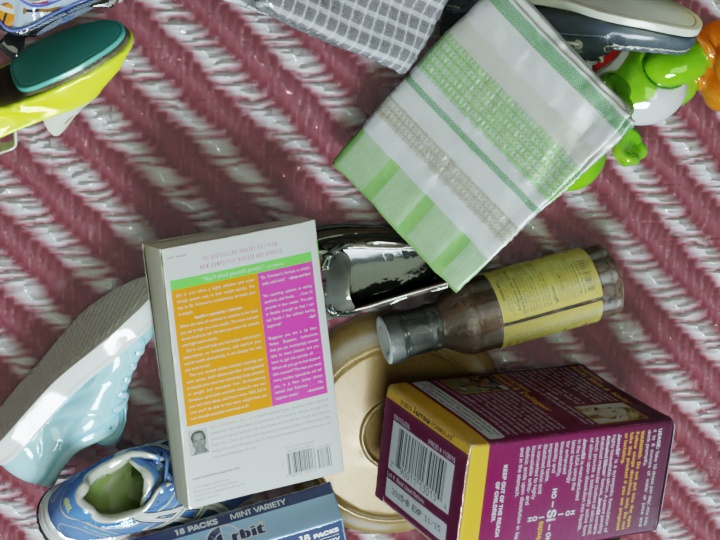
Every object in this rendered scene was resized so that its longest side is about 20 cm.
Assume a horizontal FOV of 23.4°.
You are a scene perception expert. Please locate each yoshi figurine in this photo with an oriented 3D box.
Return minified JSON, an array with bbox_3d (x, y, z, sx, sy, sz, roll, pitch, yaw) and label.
[{"bbox_3d":[0.206,-0.119,1.364,0.199,0.112,0.113,-18,117,-3],"label":"yoshi figurine"}]

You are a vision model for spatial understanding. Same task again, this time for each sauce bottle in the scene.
[{"bbox_3d":[0.111,0.030,1.404,0.199,0.065,0.065,-13,109,-13],"label":"sauce bottle"}]

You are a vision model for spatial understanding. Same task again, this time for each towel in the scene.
[{"bbox_3d":[-0.003,-0.242,1.252,0.199,0.085,0.166,14,108,-48],"label":"towel"},{"bbox_3d":[0.092,-0.101,1.320,0.149,0.031,0.200,47,113,5],"label":"towel"}]

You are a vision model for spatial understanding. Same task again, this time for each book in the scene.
[{"bbox_3d":[-0.086,0.069,1.325,0.133,0.048,0.201,-10,101,-24],"label":"book"}]

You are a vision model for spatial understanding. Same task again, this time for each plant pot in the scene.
[{"bbox_3d":[0.029,0.132,1.445,0.199,0.027,0.201,-3,108,-11],"label":"plant pot"}]

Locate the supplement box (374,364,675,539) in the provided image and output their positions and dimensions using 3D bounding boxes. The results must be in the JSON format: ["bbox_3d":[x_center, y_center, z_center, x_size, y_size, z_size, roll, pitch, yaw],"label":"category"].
[{"bbox_3d":[0.130,0.150,1.391,0.199,0.131,0.104,-4,109,-29],"label":"supplement box"}]

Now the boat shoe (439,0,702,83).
[{"bbox_3d":[0.158,-0.184,1.328,0.199,0.075,0.062,8,114,5],"label":"boat shoe"}]

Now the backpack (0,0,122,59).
[{"bbox_3d":[-0.198,-0.272,1.211,0.190,0.154,0.201,-27,108,-14],"label":"backpack"}]

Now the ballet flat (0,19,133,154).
[{"bbox_3d":[-0.255,-0.124,1.292,0.199,0.067,0.067,-22,132,-2],"label":"ballet flat"}]

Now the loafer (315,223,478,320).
[{"bbox_3d":[0.000,0.000,1.378,0.199,0.063,0.072,-13,109,-8],"label":"loafer"}]

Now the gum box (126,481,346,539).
[{"bbox_3d":[-0.088,0.273,1.415,0.169,0.045,0.201,-15,133,-7],"label":"gum box"}]

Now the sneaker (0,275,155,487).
[{"bbox_3d":[-0.206,0.090,1.364,0.200,0.074,0.082,-43,118,13],"label":"sneaker"}]

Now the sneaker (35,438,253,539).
[{"bbox_3d":[-0.152,0.171,1.367,0.199,0.077,0.076,-18,78,-28],"label":"sneaker"}]

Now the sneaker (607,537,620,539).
[{"bbox_3d":[0.132,0.292,1.491,0.198,0.076,0.115,-10,103,-15],"label":"sneaker"}]
